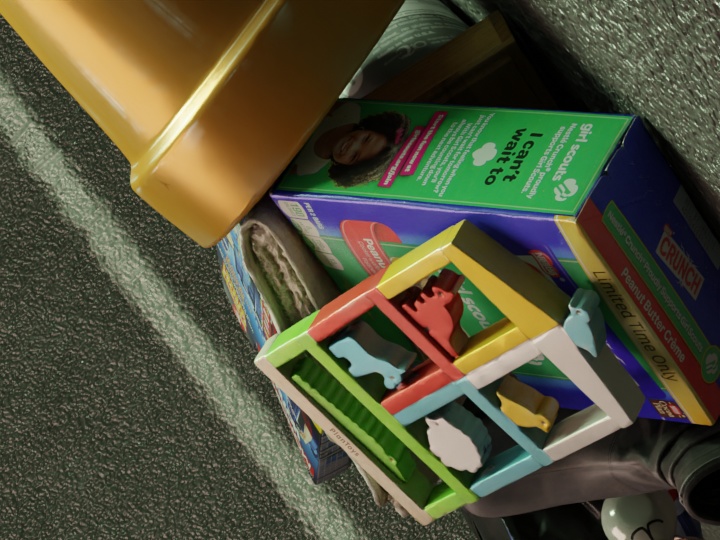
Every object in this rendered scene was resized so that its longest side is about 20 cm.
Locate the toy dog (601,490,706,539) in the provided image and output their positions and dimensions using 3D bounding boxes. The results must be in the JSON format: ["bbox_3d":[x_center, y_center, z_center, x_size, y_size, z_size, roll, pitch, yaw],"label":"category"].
[{"bbox_3d":[0.194,0.201,1.704,0.200,0.132,0.097,20,-150,-49],"label":"toy dog"}]

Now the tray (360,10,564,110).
[{"bbox_3d":[0.084,-0.040,1.598,0.200,0.098,0.037,53,-172,-37],"label":"tray"}]

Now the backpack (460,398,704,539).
[{"bbox_3d":[0.127,0.148,1.830,0.191,0.153,0.201,72,177,-52],"label":"backpack"}]

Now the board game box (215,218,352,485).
[{"bbox_3d":[-0.037,0.016,1.731,0.200,0.061,0.201,95,153,-72],"label":"board game box"}]

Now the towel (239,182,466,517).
[{"bbox_3d":[-0.002,0.025,1.576,0.201,0.034,0.133,64,-156,-22],"label":"towel"}]

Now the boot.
[{"bbox_3d":[0.151,0.096,1.511,0.132,0.199,0.070,-128,21,-68],"label":"boot"}]

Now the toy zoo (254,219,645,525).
[{"bbox_3d":[0.051,0.049,1.452,0.131,0.020,0.200,44,138,-13],"label":"toy zoo"}]

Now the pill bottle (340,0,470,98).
[{"bbox_3d":[0.026,-0.099,1.694,0.114,0.114,0.200,52,178,-37],"label":"pill bottle"}]

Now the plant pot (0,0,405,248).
[{"bbox_3d":[-0.094,-0.146,1.536,0.183,0.201,0.200,37,180,-7],"label":"plant pot"}]

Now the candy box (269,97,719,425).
[{"bbox_3d":[0.081,-0.005,1.479,0.199,0.077,0.169,4,144,40],"label":"candy box"}]
